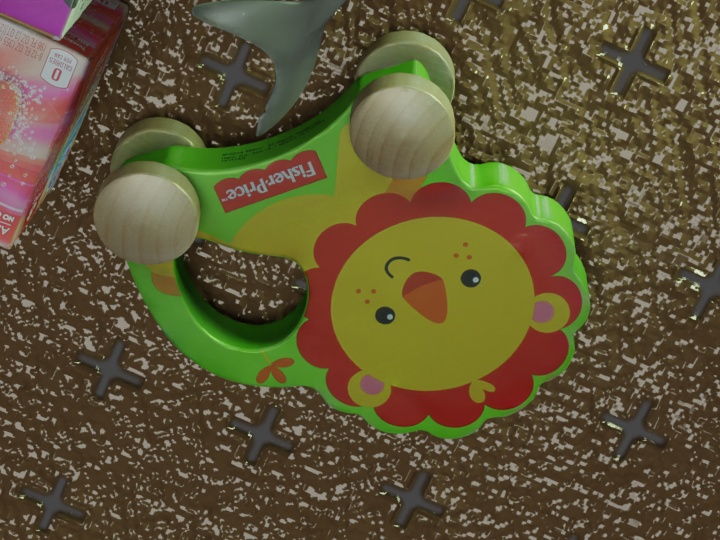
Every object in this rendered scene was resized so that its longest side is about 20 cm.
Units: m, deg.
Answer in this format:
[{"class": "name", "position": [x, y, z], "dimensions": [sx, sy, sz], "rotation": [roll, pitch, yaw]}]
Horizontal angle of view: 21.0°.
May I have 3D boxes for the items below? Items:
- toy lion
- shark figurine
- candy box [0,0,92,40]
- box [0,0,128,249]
[{"class": "toy lion", "position": [0.000, 0.000, 0.913], "dimensions": [0.199, 0.069, 0.192], "rotation": [-17, 116, 11]}, {"class": "shark figurine", "position": [-0.008, -0.172, 0.820], "dimensions": [0.128, 0.090, 0.215], "rotation": [-9, 74, 4]}, {"class": "candy box", "position": [-0.151, -0.168, 0.780], "dimensions": [0.136, 0.200, 0.061], "rotation": [23, 111, -4]}, {"class": "box", "position": [-0.219, -0.106, 0.865], "dimensions": [0.199, 0.095, 0.103], "rotation": [25, 112, -6]}]
